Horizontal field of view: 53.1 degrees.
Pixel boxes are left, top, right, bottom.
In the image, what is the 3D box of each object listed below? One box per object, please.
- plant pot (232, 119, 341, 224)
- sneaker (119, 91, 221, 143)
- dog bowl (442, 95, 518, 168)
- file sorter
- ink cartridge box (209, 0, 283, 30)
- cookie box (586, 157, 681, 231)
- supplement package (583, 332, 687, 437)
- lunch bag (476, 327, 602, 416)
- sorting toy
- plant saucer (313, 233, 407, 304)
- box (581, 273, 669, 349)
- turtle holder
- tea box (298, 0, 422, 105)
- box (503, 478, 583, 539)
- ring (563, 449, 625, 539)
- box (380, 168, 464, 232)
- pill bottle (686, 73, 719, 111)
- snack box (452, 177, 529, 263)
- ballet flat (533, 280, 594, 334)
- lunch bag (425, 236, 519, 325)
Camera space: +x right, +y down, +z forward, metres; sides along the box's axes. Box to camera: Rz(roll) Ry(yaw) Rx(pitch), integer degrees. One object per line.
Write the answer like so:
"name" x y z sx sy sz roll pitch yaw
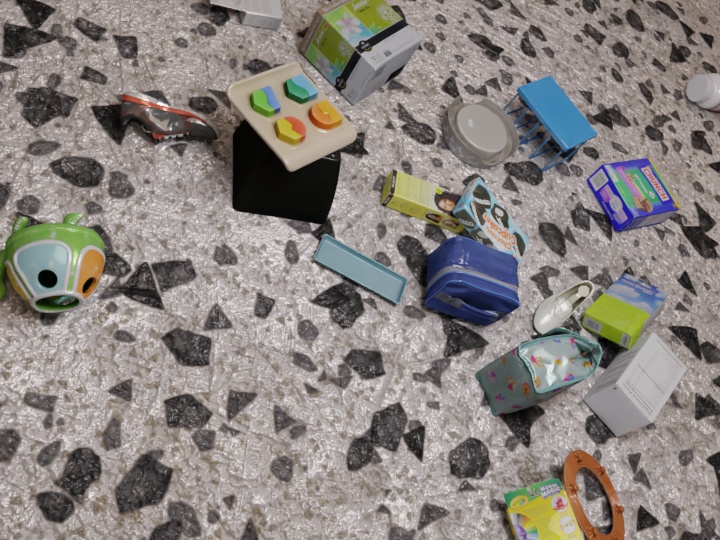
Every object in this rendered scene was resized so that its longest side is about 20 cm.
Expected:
"plant pot" -0.137 -0.233 1.438 0.199 0.177 0.200 7 61 -22
"sneaker" -0.380 -0.283 1.427 0.200 0.077 0.082 17 83 -16
"dog bowl" 0.292 -0.341 1.786 0.200 0.059 0.200 12 57 -20
"file sorter" 0.477 -0.374 1.857 0.139 0.123 0.200 -27 76 -35
"ink cartridge box" -0.283 -0.668 1.697 0.176 0.045 0.200 2 61 -26
"cookie box" 0.727 -0.204 1.912 0.200 0.075 0.171 -12 68 -32
"supplement package" 0.598 0.247 1.567 0.114 0.110 0.200 49 53 6
"lunch bag" 0.363 0.196 1.440 0.200 0.170 0.122 -14 71 -28
"sorting toy" -0.124 -0.297 1.347 0.185 0.036 0.200 -32 80 -36
"plant saucer" 0.000 0.000 1.470 0.200 0.019 0.070 29 54 -10
"box" 0.618 0.090 1.675 0.122 0.048 0.200 29 46 32
"turtle holder" -0.505 -0.006 1.146 0.185 0.141 0.132 1 63 -27
"tea box" 0.000 -0.537 1.706 0.197 0.134 0.200 44 53 3
"box" 0.343 0.492 1.312 0.117 0.048 0.200 -16 70 0
"ring" 0.460 0.445 1.398 0.200 0.019 0.201 30 43 -32
"box" 0.148 -0.154 1.612 0.200 0.050 0.075 17 57 -16
"pill bottle" 1.151 -0.569 2.310 0.200 0.112 0.112 4 61 -25
"snack box" 0.298 -0.099 1.625 0.200 0.037 0.116 47 48 -18
"ballet flat" 0.463 0.075 1.628 0.200 0.069 0.069 -32 79 -36
"lunch bag" 0.236 0.035 1.493 0.200 0.136 0.132 18 56 -18
